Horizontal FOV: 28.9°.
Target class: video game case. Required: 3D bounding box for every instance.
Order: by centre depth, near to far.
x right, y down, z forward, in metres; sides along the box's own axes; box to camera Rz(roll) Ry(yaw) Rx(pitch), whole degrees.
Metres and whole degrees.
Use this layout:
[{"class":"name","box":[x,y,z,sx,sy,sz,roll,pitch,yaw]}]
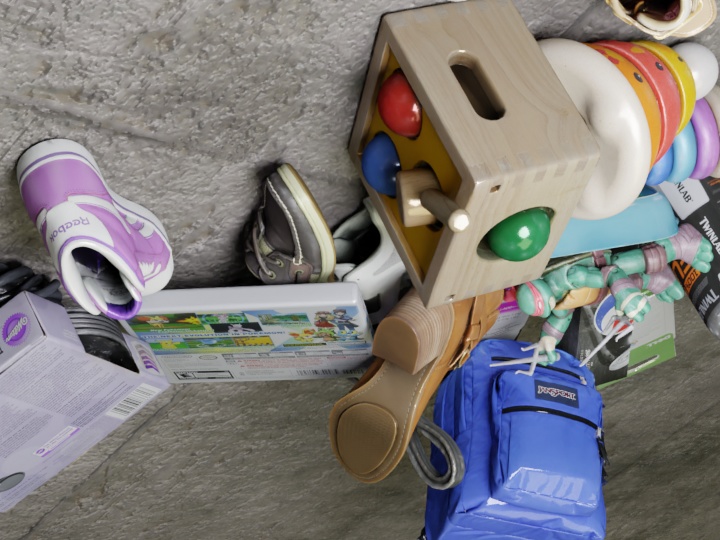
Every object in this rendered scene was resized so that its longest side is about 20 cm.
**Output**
[{"class":"video game case","box":[-0.089,0.055,1.180,0.199,0.022,0.182,-2,157,7]}]

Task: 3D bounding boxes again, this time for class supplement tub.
[{"class":"supplement tub","box":[0.357,-0.017,1.327,0.122,0.200,0.123,-19,151,-11]}]

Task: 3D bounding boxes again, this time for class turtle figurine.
[{"class":"turtle figurine","box":[0.206,0.021,1.230,0.199,0.101,0.150,-20,177,-24]}]

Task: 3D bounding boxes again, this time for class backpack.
[{"class":"backpack","box":[0.159,0.163,1.325,0.162,0.201,0.168,17,141,-15]}]

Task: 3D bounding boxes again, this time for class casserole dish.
[{"class":"casserole dish","box":[0.184,-0.049,1.230,0.199,0.121,0.039,-9,107,-13]}]

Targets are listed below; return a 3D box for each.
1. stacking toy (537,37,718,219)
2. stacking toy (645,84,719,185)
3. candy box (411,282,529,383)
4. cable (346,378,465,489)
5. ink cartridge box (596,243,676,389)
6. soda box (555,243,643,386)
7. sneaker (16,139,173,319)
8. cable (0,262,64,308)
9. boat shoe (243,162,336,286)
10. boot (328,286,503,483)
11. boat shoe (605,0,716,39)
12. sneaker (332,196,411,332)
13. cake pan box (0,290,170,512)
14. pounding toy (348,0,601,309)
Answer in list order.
[{"class":"stacking toy","box":[0.217,-0.140,1.122,0.200,0.146,0.146,-30,159,-36]},{"class":"stacking toy","box":[0.224,-0.102,1.214,0.199,0.086,0.085,-14,151,-9]},{"class":"candy box","box":[0.095,0.035,1.349,0.136,0.061,0.200,-14,149,-22]},{"class":"cable","box":[0.025,0.115,1.283,0.097,0.201,0.050,-32,153,30]},{"class":"ink cartridge box","box":[0.288,0.055,1.544,0.104,0.059,0.200,-25,152,2]},{"class":"soda box","box":[0.227,0.022,1.365,0.063,0.071,0.200,-16,133,-14]},{"class":"sneaker","box":[-0.179,0.001,1.007,0.073,0.115,0.201,-30,153,5]},{"class":"cable","box":[-0.315,0.048,1.041,0.163,0.051,0.200,-38,149,22]},{"class":"boat shoe","box":[-0.060,-0.013,1.124,0.065,0.073,0.200,-26,153,-10]},{"class":"boot","box":[0.052,0.080,1.208,0.155,0.077,0.201,-34,145,-48]},{"class":"boat shoe","box":[0.215,-0.205,1.027,0.074,0.069,0.200,-39,149,24]},{"class":"sneaker","box":[0.000,0.000,1.207,0.088,0.074,0.200,-3,137,-29]},{"class":"cake pan box","box":[-0.269,0.107,1.093,0.200,0.052,0.184,-37,155,10]},{"class":"pounding toy","box":[0.069,-0.072,0.993,0.142,0.200,0.184,-14,150,-20]}]
